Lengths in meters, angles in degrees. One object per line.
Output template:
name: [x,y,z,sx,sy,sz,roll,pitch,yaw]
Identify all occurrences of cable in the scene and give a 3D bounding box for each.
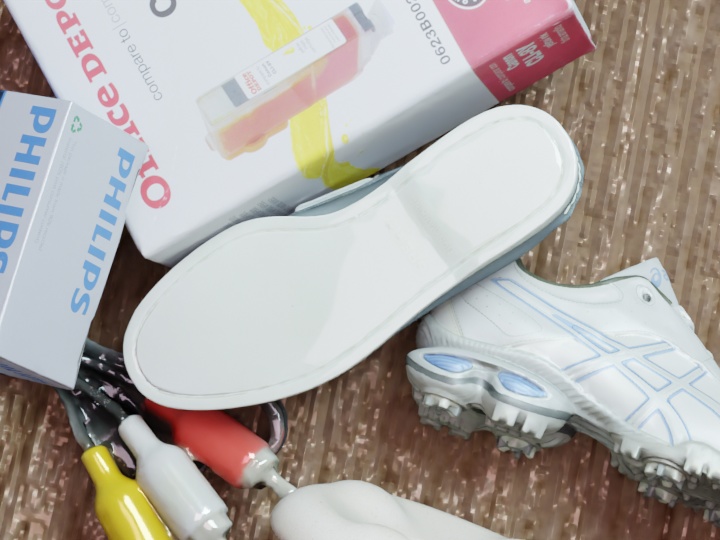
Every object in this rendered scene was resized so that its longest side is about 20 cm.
cable: [-0.107,0.044,1.125,0.200,0.050,0.097,44,79,6]

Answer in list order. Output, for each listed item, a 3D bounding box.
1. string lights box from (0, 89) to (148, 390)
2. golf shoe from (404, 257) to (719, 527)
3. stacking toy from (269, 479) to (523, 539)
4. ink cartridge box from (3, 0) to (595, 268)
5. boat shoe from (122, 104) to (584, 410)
string lights box: [-0.190,-0.024,1.088,0.200,0.059,0.103,10,79,32]
golf shoe: [0.122,0.043,1.117,0.200,0.078,0.097,21,75,2]
stacking toy: [0.004,0.195,1.075,0.146,0.146,0.200,22,96,3]
ink cartridge box: [-0.028,-0.108,1.115,0.200,0.083,0.145,-30,81,7]
boat shoe: [0.000,0.000,1.108,0.200,0.062,0.073,-29,81,7]
